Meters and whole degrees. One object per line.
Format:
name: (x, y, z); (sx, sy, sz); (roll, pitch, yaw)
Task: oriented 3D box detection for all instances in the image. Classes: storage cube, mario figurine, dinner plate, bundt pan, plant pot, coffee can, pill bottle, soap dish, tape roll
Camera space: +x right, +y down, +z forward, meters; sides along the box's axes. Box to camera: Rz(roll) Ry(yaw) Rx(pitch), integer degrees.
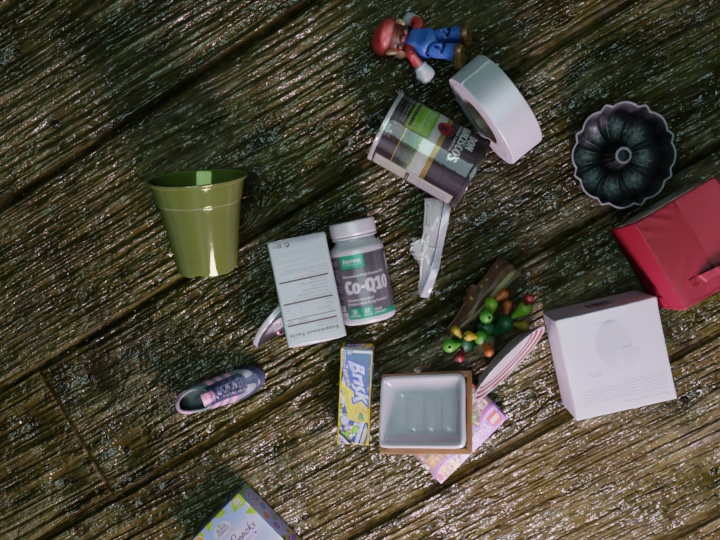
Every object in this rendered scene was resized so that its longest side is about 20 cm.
storage cube: (0.609, -0.047, 1.251); (0.169, 0.200, 0.182); (-30, 86, 7)
mario figurine: (0.116, -0.437, 1.293); (0.197, 0.124, 0.107); (14, 129, 22)
dinner plate: (0.286, 0.178, 1.299); (0.024, 0.200, 0.201); (43, 97, 22)
bundt pan: (0.505, -0.223, 1.297); (0.198, 0.076, 0.206); (0, 95, 4)
plant pot: (-0.316, -0.093, 1.326); (0.196, 0.200, 0.193); (-1, 109, 4)
coffee can: (0.132, -0.234, 1.286); (0.198, 0.146, 0.148); (29, 97, 1)
pill bottle: (0.000, 0.000, 1.334); (0.111, 0.113, 0.204); (-11, 95, 5)
soap dish: (0.135, 0.287, 1.323); (0.197, 0.081, 0.160); (-7, 69, 27)
tape roll: (0.252, -0.302, 1.244); (0.070, 0.202, 0.203); (-37, 92, 7)

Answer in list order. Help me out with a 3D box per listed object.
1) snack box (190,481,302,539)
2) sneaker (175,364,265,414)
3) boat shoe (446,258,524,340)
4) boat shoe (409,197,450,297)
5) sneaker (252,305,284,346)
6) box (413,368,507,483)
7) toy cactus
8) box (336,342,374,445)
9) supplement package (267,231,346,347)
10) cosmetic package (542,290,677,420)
snack box: (-0.243, 0.594, 1.431); (0.200, 0.068, 0.169); (44, 97, 1)
sneaker: (-0.296, 0.258, 1.394); (0.197, 0.082, 0.071); (-22, 93, 5)
boat shoe: (0.245, 0.061, 1.353); (0.200, 0.072, 0.068); (-49, 58, 14)
boat shoe: (0.132, -0.049, 1.342); (0.069, 0.071, 0.204); (12, 93, 2)
sneaker: (-0.131, 0.109, 1.374); (0.200, 0.071, 0.099); (-44, 87, 2)
box: (0.189, 0.326, 1.389); (0.137, 0.039, 0.200); (43, 97, -1)
toy cactus: (0.255, 0.128, 1.308); (0.199, 0.166, 0.102); (-34, 62, -15)
box: (-0.010, 0.256, 1.384); (0.069, 0.064, 0.204); (3, 96, 4)
supplement package: (-0.103, 0.041, 1.289); (0.115, 0.117, 0.204); (-12, 85, -5)
cosmetic package: (0.489, 0.164, 1.312); (0.196, 0.123, 0.203); (-13, 93, 5)
